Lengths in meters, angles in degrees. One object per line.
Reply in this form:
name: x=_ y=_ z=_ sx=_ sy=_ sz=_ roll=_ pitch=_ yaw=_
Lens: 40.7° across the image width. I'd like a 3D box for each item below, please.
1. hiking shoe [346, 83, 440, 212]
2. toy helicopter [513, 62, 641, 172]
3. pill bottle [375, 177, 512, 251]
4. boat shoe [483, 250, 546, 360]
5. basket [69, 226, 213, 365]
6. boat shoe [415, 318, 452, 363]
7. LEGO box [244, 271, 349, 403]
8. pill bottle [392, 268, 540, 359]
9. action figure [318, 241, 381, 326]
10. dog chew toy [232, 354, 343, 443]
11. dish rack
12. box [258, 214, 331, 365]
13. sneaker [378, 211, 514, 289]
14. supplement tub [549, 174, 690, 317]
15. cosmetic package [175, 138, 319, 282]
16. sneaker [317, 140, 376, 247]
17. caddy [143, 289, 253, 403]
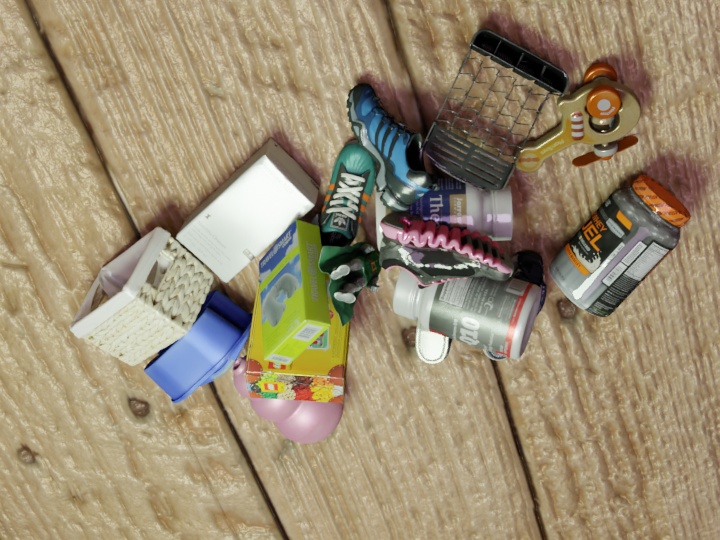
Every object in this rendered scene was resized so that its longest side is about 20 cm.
hiking shoe: x=0.049 y=-0.186 z=1.384 sx=0.087 sy=0.074 sz=0.201 roll=-30 pitch=77 yaw=31
toy helicopter: x=0.315 y=-0.197 z=1.414 sx=0.200 sy=0.079 sz=0.132 roll=-30 pitch=122 yaw=29
pill bottle: x=0.124 y=-0.083 z=1.450 sx=0.199 sy=0.111 sz=0.111 roll=-2 pitch=118 yaw=5
boat shoe: x=0.240 y=0.074 z=1.536 sx=0.074 sy=0.093 sz=0.201 roll=11 pitch=118 yaw=-2
basket: x=-0.336 y=0.046 z=1.506 sx=0.123 sy=0.136 sz=0.200 roll=38 pitch=139 yaw=-23
boat shoe: x=0.130 y=0.047 z=1.542 sx=0.075 sy=0.062 sz=0.201 roll=5 pitch=99 yaw=14
LEGO box: x=-0.091 y=0.095 z=1.501 sx=0.148 sy=0.201 sz=0.077 roll=4 pitch=145 yaw=2
pill bottle: x=0.157 y=0.049 z=1.442 sx=0.199 sy=0.114 sz=0.114 roll=17 pitch=119 yaw=17
action figure: x=0.000 y=0.000 z=1.459 sx=0.054 sy=0.200 sz=0.119 roll=-6 pitch=101 yaw=18
dog chew toy: x=-0.124 y=0.200 z=1.596 sx=0.200 sy=0.125 sz=0.125 roll=35 pitch=115 yaw=-26
dish rack: x=0.184 y=-0.219 z=1.376 sx=0.153 sy=0.055 sz=0.201 roll=26 pitch=94 yaw=-9
box: x=-0.100 y=0.022 z=1.431 sx=0.047 sy=0.201 sz=0.122 roll=16 pitch=139 yaw=-30
sneaker: x=0.116 y=-0.013 z=1.382 sx=0.199 sy=0.079 sz=0.096 roll=18 pitch=114 yaw=6
supplement tub: x=0.388 y=-0.038 z=1.452 sx=0.122 sy=0.123 sz=0.200 roll=32 pitch=114 yaw=-13
cosmetic package: x=-0.170 y=-0.090 z=1.482 sx=0.113 sy=0.081 sz=0.200 roll=43 pitch=113 yaw=-15
sneaker: x=-0.022 y=-0.095 z=1.470 sx=0.071 sy=0.080 sz=0.201 roll=14 pitch=117 yaw=-4
caddy: x=-0.253 y=0.129 z=1.570 sx=0.105 sy=0.142 sz=0.200 roll=43 pitch=113 yaw=-12
